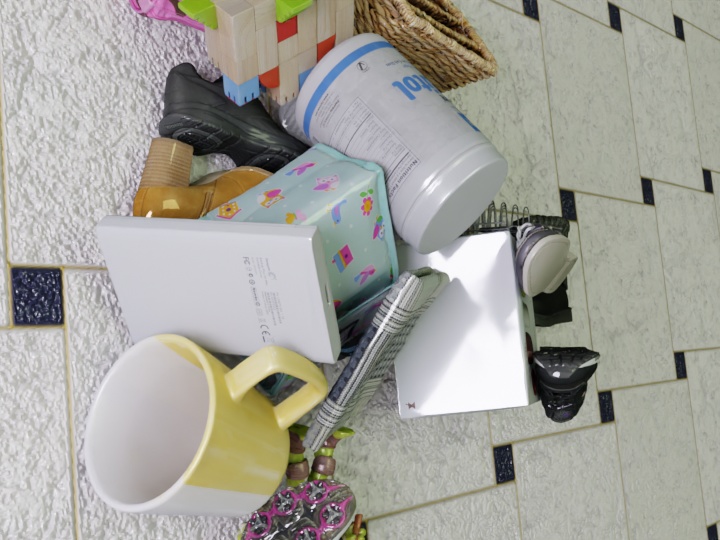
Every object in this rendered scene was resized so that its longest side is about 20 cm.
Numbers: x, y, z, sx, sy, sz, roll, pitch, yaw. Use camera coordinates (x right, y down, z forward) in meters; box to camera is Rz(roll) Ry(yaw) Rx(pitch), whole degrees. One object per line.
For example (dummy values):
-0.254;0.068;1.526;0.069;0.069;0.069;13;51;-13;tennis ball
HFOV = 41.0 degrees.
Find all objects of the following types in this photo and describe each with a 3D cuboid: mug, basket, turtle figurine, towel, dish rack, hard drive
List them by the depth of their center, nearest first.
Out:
-0.121;0.017;0.833;0.026;0.196;0.134;-64;152;-49;hard drive
-0.125;0.152;0.851;0.153;0.184;0.152;35;59;-49;mug
0.021;0.082;0.950;0.194;0.034;0.200;-60;172;8;towel
-0.051;0.240;0.992;0.198;0.064;0.164;9;94;-37;turtle figurine
0.066;-0.316;1.194;0.198;0.147;0.145;16;70;-46;basket
0.145;-0.060;1.195;0.152;0.198;0.056;1;89;-49;dish rack

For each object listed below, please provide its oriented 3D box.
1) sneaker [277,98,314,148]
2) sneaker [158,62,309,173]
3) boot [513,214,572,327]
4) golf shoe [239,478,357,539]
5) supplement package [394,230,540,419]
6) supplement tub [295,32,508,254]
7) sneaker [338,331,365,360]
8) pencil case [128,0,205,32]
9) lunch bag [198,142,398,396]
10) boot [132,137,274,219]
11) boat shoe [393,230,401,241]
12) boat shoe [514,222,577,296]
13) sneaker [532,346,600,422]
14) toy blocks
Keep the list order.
-0.012;-0.171;1.140;0.197;0.104;0.077;-1;91;-20;sneaker
-0.122;-0.154;0.999;0.199;0.075;0.092;22;56;-50;sneaker
0.244;-0.001;1.383;0.210;0.078;0.161;-1;89;-60;boot
-0.080;0.273;0.899;0.199;0.073;0.092;-40;144;-2;golf shoe
0.126;0.067;1.128;0.200;0.144;0.195;19;65;-74;supplement package
0.039;-0.131;0.978;0.200;0.133;0.131;46;37;18;supplement tub
0.000;0.000;1.097;0.073;0.081;0.204;17;68;-44;sneaker
-0.146;-0.271;0.984;0.198;0.090;0.096;12;80;-45;pencil case
-0.048;0.008;0.941;0.169;0.121;0.203;-35;130;-30;lunch bag
-0.142;-0.035;0.957;0.199;0.070;0.147;17;75;-43;boot
0.040;-0.087;1.107;0.201;0.069;0.072;-82;149;-67;boat shoe
0.190;-0.017;1.054;0.073;0.063;0.200;-53;161;8;boat shoe
0.243;0.137;1.126;0.200;0.074;0.089;9;81;-76;sneaker
-0.077;-0.231;0.951;0.199;0.100;0.138;-34;148;-27;toy blocks
